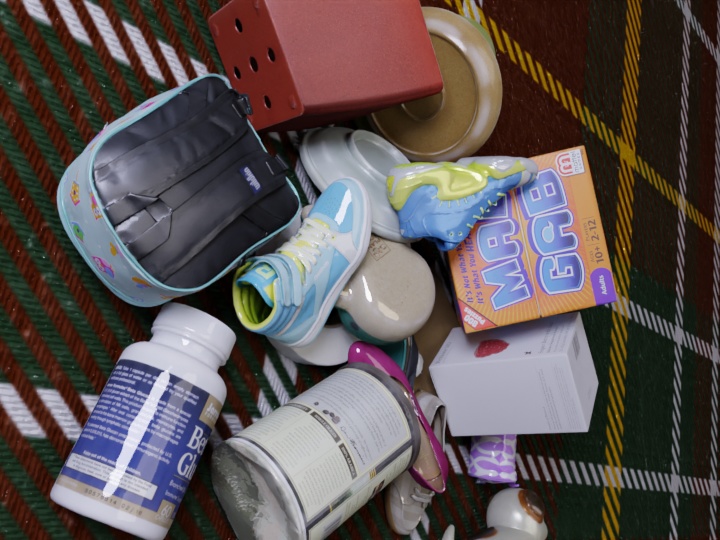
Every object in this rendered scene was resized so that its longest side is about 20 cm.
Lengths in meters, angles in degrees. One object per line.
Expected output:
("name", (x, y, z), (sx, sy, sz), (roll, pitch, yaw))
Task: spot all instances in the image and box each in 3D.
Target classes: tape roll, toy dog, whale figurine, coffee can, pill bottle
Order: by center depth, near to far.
("pill bottle", (-0.194, 0.138, 0.637), (0.111, 0.110, 0.202), (39, 60, -36))
("coffee can", (-0.047, 0.211, 0.757), (0.199, 0.145, 0.149), (-25, 104, -44))
("whale figurine", (0.000, 0.000, 0.826), (0.201, 0.104, 0.159), (51, 52, 1))
("tape roll", (-0.048, 0.020, 0.851), (0.201, 0.037, 0.207), (6, 82, -45))
("toy dog", (0.215, 0.432, 1.036), (0.194, 0.140, 0.200), (43, 53, 3))

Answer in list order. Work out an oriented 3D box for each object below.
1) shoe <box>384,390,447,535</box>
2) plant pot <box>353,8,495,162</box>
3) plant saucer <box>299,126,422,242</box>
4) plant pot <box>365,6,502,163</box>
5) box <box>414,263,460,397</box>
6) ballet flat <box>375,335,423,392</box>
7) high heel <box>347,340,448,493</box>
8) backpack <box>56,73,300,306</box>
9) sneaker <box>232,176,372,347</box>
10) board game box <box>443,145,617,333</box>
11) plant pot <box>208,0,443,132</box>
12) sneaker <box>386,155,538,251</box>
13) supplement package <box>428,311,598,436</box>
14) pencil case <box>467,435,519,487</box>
("shoe", (0.081, 0.272, 0.938), (0.069, 0.053, 0.203), (13, 86, -39))
("plant pot", (0.103, -0.277, 0.944), (0.184, 0.198, 0.203), (-45, 118, -51))
("plant saucer", (0.018, -0.124, 0.845), (0.198, 0.050, 0.201), (28, 33, -20))
("plant pot", (0.080, -0.225, 0.851), (0.027, 0.198, 0.202), (-43, 116, -50))
("box", (0.101, 0.119, 1.005), (0.164, 0.021, 0.202), (-45, 118, -38))
("ballet flat", (0.049, 0.152, 0.911), (0.072, 0.072, 0.204), (2, 97, -45))
("high heel", (0.050, 0.177, 0.825), (0.067, 0.096, 0.201), (-36, 103, -3))
("backpack", (-0.181, -0.067, 0.638), (0.177, 0.152, 0.200), (61, 39, -20))
("sneaker", (-0.062, -0.015, 0.704), (0.130, 0.079, 0.203), (20, 92, -62))
("board game box", (0.217, -0.037, 0.944), (0.200, 0.197, 0.203), (11, 66, -84))
("plant pot", (-0.055, -0.261, 0.771), (0.175, 0.199, 0.203), (-29, 107, -32))
("sneaker", (0.124, -0.081, 0.806), (0.197, 0.076, 0.107), (-7, 100, -17))
("supplement package", (0.218, 0.149, 0.952), (0.121, 0.197, 0.121), (-45, 119, -55))
("pencil case", (0.225, 0.243, 1.075), (0.084, 0.084, 0.203), (11, 77, -9))
